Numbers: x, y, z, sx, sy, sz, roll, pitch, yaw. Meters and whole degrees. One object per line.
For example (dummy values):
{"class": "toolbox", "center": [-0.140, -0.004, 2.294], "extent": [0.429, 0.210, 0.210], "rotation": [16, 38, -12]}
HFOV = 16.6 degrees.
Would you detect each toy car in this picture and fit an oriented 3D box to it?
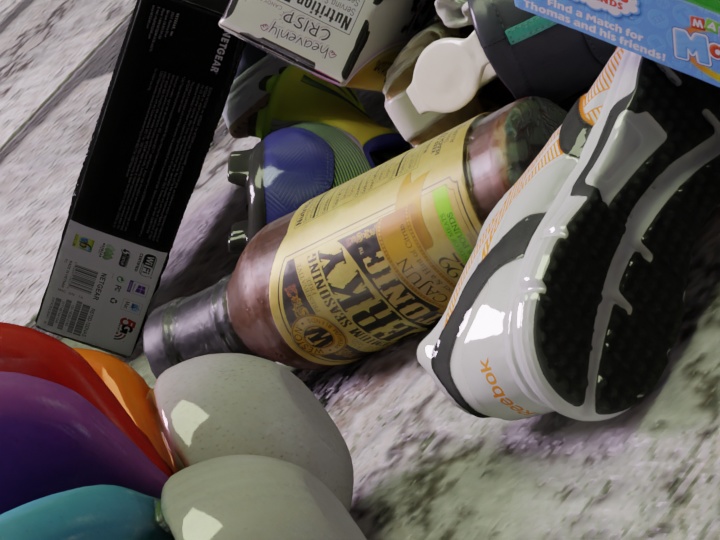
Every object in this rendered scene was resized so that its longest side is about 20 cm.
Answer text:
{"class": "toy car", "center": [-0.098, 0.089, 0.776], "extent": [0.175, 0.150, 0.200], "rotation": [-37, 20, 7]}

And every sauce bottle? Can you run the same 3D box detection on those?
{"class": "sauce bottle", "center": [0.000, 0.000, 0.925], "extent": [0.200, 0.065, 0.065], "rotation": [-27, 23, 37]}

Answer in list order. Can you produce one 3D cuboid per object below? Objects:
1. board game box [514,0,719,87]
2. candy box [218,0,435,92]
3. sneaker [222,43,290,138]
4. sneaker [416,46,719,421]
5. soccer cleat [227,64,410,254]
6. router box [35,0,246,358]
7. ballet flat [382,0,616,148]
{"class": "board game box", "center": [0.164, -0.133, 0.818], "extent": [0.151, 0.037, 0.200], "rotation": [24, 54, 19]}
{"class": "candy box", "center": [0.027, -0.173, 0.999], "extent": [0.201, 0.061, 0.136], "rotation": [-65, -13, 9]}
{"class": "sneaker", "center": [-0.021, -0.152, 1.174], "extent": [0.070, 0.109, 0.200], "rotation": [-16, -13, -44]}
{"class": "sneaker", "center": [0.082, -0.030, 0.823], "extent": [0.080, 0.074, 0.200], "rotation": [-18, 28, 51]}
{"class": "soccer cleat", "center": [-0.009, -0.045, 1.069], "extent": [0.083, 0.065, 0.200], "rotation": [2, 17, 3]}
{"class": "router box", "center": [-0.087, -0.083, 1.113], "extent": [0.150, 0.051, 0.201], "rotation": [-79, 10, -50]}
{"class": "ballet flat", "center": [0.043, -0.079, 0.946], "extent": [0.073, 0.073, 0.200], "rotation": [-44, 4, -12]}
